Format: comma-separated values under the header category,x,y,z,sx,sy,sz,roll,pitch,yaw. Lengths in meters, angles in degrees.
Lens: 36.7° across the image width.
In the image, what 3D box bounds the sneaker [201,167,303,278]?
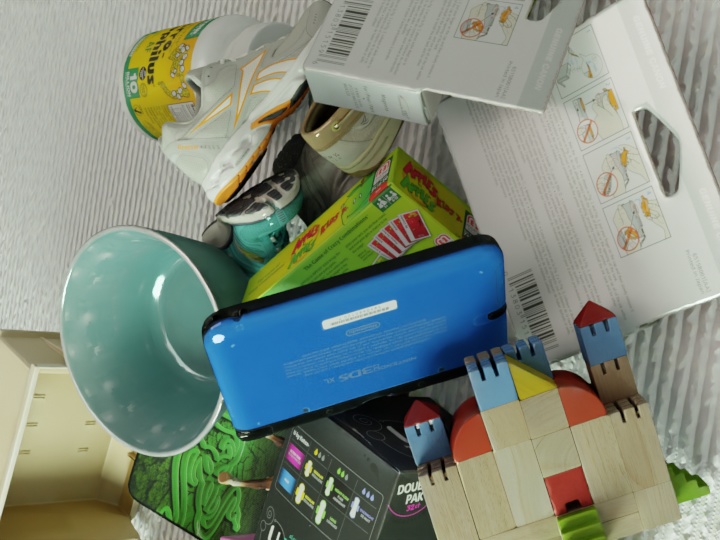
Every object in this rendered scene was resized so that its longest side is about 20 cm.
category,x,y,z,sx,sy,sz,roll,pitch,yaw
sneaker,-0.082,-0.033,0.963,0.080,0.077,0.200,55,162,-1

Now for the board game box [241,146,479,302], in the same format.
category,x,y,z,sx,sy,sz,roll,pitch,yaw
board game box,0.000,0.000,0.879,0.199,0.101,0.048,-39,24,36

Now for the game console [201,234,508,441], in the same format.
category,x,y,z,sx,sy,sz,roll,pitch,yaw
game console,-0.007,0.030,0.755,0.172,0.196,0.119,79,173,-46

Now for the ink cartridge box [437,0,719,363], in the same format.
category,x,y,z,sx,sy,sz,roll,pitch,yaw
ink cartridge box,0.156,-0.057,0.731,0.172,0.043,0.204,-25,80,37

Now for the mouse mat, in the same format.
category,x,y,z,sx,sy,sz,roll,pitch,yaw
mouse mat,-0.140,0.160,1.038,0.159,0.007,0.204,23,102,24

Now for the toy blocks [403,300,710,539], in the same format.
category,x,y,z,sx,sy,sz,roll,pitch,yaw
toy blocks,0.107,0.107,0.684,0.196,0.100,0.139,-19,95,4

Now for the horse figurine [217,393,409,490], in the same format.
category,x,y,z,sx,sy,sz,roll,pitch,yaw
horse figurine,-0.026,0.135,0.894,0.199,0.132,0.050,-40,51,19

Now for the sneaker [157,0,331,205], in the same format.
category,x,y,z,sx,sy,sz,roll,pitch,yaw
sneaker,-0.095,-0.161,0.916,0.202,0.091,0.076,-56,2,-15

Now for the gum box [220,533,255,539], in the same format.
category,x,y,z,sx,sy,sz,roll,pitch,yaw
gum box,-0.067,0.336,0.931,0.112,0.065,0.205,-6,80,46

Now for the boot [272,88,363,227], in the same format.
category,x,y,z,sx,sy,sz,roll,pitch,yaw
boot,-0.004,-0.087,0.922,0.132,0.067,0.201,65,144,26

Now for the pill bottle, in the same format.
category,x,y,z,sx,sy,sz,roll,pitch,yaw
pill bottle,-0.139,-0.184,1.047,0.198,0.111,0.115,4,87,46

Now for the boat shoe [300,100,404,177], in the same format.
category,x,y,z,sx,sy,sz,roll,pitch,yaw
boat shoe,0.018,-0.174,0.820,0.074,0.066,0.203,23,90,54

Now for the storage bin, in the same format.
category,x,y,z,sx,sy,sz,roll,pitch,yaw
storage bin,-0.282,0.173,1.084,0.093,0.196,0.204,27,104,42

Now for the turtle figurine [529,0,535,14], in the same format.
category,x,y,z,sx,sy,sz,roll,pitch,yaw
turtle figurine,0.094,-0.174,0.836,0.160,0.064,0.204,23,101,45

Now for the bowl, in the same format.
category,x,y,z,sx,sy,sz,roll,pitch,yaw
bowl,-0.165,0.053,0.972,0.198,0.104,0.205,8,104,31

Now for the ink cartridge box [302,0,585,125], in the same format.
category,x,y,z,sx,sy,sz,roll,pitch,yaw
ink cartridge box,0.075,-0.192,0.749,0.171,0.044,0.203,15,67,20

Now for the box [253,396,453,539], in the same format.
category,x,y,z,sx,sy,sz,roll,pitch,yaw
box,0.011,0.209,0.809,0.124,0.147,0.204,29,105,45
